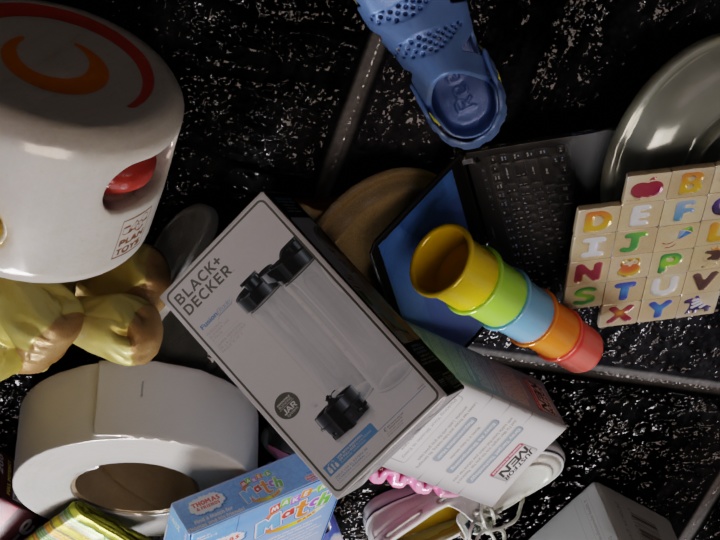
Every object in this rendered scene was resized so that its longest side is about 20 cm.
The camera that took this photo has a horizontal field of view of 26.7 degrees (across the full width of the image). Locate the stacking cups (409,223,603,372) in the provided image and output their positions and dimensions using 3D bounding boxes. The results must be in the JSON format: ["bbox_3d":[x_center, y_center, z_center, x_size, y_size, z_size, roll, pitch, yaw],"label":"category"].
[{"bbox_3d":[0.123,0.032,1.181,0.061,0.061,0.200,-41,132,19],"label":"stacking cups"}]

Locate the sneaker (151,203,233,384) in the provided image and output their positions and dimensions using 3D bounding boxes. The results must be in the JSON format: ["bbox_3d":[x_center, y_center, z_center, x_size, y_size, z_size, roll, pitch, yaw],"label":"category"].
[{"bbox_3d":[-0.124,0.028,1.223,0.099,0.071,0.200,11,130,-22],"label":"sneaker"}]

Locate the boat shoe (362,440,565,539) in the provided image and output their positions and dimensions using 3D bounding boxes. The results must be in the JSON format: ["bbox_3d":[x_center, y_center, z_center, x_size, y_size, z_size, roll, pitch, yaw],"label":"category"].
[{"bbox_3d":[0.101,0.224,1.410,0.202,0.086,0.075,-21,129,4],"label":"boat shoe"}]

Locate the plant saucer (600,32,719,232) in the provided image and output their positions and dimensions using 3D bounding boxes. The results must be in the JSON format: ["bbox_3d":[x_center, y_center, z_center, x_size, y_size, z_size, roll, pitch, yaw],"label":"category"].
[{"bbox_3d":[0.280,-0.087,1.191,0.200,0.050,0.200,-19,129,-25],"label":"plant saucer"}]

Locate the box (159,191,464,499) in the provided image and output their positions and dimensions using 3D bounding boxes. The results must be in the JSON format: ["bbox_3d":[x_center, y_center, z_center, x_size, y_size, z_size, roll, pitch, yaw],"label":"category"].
[{"bbox_3d":[-0.036,0.052,1.103,0.117,0.060,0.200,-44,79,13],"label":"box"}]

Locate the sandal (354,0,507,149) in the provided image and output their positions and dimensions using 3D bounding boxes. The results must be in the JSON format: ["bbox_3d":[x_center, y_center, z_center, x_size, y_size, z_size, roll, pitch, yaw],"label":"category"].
[{"bbox_3d":[0.055,-0.163,1.101,0.079,0.087,0.200,-29,126,13],"label":"sandal"}]

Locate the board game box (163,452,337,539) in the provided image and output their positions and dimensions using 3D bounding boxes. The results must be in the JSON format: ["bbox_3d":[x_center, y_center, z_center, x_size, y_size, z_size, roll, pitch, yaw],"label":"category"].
[{"bbox_3d":[-0.098,0.234,1.271,0.151,0.037,0.200,-19,147,-30],"label":"board game box"}]

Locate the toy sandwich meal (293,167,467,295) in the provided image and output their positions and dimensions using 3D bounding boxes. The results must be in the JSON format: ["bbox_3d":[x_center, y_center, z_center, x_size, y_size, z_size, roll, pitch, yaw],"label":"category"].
[{"bbox_3d":[0.000,0.000,1.221,0.205,0.070,0.205,-20,124,-32],"label":"toy sandwich meal"}]

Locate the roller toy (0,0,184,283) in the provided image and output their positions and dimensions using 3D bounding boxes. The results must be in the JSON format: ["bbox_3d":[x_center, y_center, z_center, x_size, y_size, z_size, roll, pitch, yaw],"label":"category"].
[{"bbox_3d":[-0.221,-0.084,1.034,0.182,0.200,0.140,6,127,-24],"label":"roller toy"}]

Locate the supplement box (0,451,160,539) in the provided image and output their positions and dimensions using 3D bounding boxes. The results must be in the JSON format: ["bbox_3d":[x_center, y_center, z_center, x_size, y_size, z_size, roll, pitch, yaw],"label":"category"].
[{"bbox_3d":[-0.287,0.245,1.357,0.200,0.061,0.109,34,114,-31],"label":"supplement box"}]

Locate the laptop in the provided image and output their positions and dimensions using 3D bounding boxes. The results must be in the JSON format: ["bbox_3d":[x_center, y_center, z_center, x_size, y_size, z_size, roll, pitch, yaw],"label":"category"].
[{"bbox_3d":[0.126,-0.004,1.203,0.200,0.103,0.177,-8,134,12],"label":"laptop"}]

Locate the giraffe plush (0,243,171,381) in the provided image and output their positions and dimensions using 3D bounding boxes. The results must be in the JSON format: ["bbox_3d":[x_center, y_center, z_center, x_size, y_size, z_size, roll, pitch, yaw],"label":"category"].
[{"bbox_3d":[-0.261,0.030,1.145,0.200,0.173,0.162,20,131,-21],"label":"giraffe plush"}]

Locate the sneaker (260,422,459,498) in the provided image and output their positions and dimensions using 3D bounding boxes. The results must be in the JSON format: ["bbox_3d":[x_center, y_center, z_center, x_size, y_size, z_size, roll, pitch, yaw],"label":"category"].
[{"bbox_3d":[0.011,0.141,1.348,0.200,0.079,0.095,9,103,-20],"label":"sneaker"}]

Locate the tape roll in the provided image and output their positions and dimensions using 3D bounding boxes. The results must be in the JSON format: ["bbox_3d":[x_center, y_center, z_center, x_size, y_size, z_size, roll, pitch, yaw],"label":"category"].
[{"bbox_3d":[-0.184,0.151,1.258,0.202,0.071,0.202,0,148,0],"label":"tape roll"}]

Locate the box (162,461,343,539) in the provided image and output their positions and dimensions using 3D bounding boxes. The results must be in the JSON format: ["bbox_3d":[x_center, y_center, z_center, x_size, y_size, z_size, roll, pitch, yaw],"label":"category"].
[{"bbox_3d":[-0.115,0.265,1.380,0.200,0.048,0.122,-34,133,-20],"label":"box"}]

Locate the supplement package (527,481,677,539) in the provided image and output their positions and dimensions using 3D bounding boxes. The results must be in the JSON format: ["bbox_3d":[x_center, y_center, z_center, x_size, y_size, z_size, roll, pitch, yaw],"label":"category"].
[{"bbox_3d":[0.216,0.327,1.497,0.117,0.117,0.200,30,115,-30],"label":"supplement package"}]

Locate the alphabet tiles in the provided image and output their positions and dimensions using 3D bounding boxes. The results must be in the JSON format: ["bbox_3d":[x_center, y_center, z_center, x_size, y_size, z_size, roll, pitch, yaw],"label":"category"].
[{"bbox_3d":[0.245,-0.018,1.191,0.166,0.006,0.200,-6,144,-4],"label":"alphabet tiles"}]

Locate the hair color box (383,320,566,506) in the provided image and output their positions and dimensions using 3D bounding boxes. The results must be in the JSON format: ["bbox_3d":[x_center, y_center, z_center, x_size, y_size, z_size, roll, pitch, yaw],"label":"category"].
[{"bbox_3d":[0.057,0.110,1.211,0.200,0.061,0.099,25,115,-34],"label":"hair color box"}]

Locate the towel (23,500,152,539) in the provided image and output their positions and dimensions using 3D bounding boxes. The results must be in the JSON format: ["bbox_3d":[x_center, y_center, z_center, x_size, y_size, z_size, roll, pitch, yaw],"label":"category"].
[{"bbox_3d":[-0.275,0.262,1.314,0.200,0.018,0.086,-35,122,29],"label":"towel"}]
